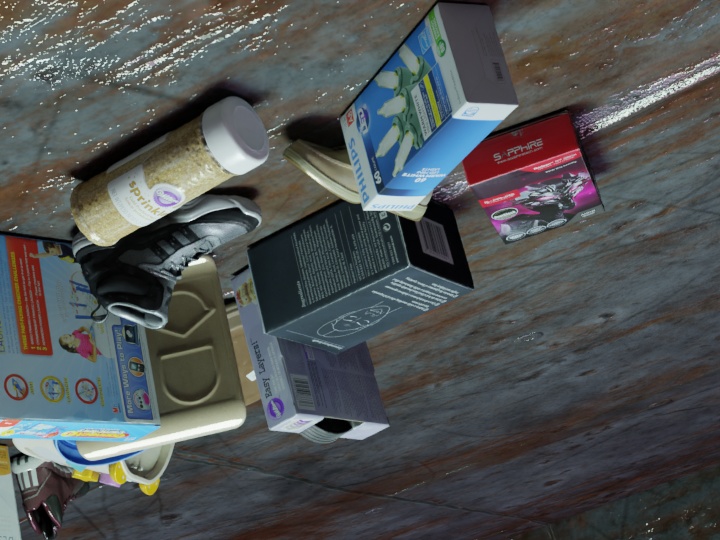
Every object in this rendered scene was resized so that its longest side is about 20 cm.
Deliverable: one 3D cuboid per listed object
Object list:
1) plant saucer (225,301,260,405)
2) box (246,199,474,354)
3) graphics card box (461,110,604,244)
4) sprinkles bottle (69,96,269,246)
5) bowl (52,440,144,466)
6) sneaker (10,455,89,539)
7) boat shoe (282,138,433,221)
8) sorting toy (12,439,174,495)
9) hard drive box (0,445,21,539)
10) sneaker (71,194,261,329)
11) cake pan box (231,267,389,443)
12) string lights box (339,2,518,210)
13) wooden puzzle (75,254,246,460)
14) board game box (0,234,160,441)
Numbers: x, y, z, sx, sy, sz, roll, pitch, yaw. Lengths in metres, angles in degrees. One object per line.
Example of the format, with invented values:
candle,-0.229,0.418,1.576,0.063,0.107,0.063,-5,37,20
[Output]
plant saucer,-0.152,0.111,1.926,0.199,0.030,0.201,-21,144,-16
box,0.000,0.000,1.728,0.199,0.108,0.148,-26,156,25
graphics card box,0.190,-0.097,1.686,0.124,0.051,0.200,-18,159,10
sprinkles bottle,-0.180,-0.091,1.444,0.199,0.069,0.068,-26,156,28
bowl,-0.302,0.170,1.968,0.199,0.039,0.201,-25,147,-17
sneaker,-0.454,0.345,2.279,0.075,0.117,0.200,-18,158,11
boat shoe,0.004,-0.105,1.544,0.199,0.072,0.065,17,107,-45
sorting toy,-0.381,0.248,2.152,0.178,0.108,0.200,0,163,19
hard drive box,-0.541,0.335,2.085,0.076,0.202,0.155,-25,157,27
sneaker,-0.191,-0.004,1.586,0.198,0.115,0.076,-13,159,-3
cake pan box,-0.056,0.101,1.816,0.052,0.202,0.183,-30,156,31
string lights box,0.059,-0.145,1.413,0.058,0.104,0.200,-2,155,-30
wooden puzzle,-0.230,0.096,1.689,0.183,0.202,0.046,-12,159,-4
board game box,-0.311,0.071,1.580,0.195,0.202,0.056,8,151,-44
